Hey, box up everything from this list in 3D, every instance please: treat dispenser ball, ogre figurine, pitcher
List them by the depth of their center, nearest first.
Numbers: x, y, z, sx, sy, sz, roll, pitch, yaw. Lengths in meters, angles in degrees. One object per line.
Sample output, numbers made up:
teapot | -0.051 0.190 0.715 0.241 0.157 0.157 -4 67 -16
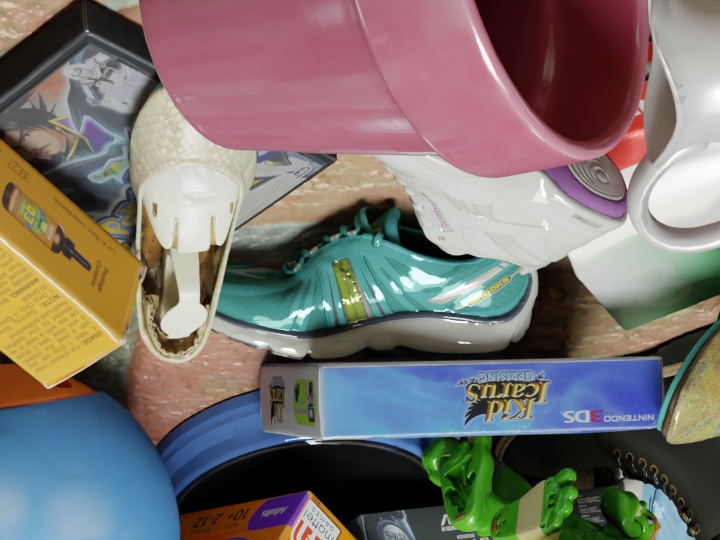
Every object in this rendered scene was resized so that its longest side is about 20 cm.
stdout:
pitcher | 0.236 -0.083 1.283 0.200 0.121 0.172 -1 129 -3
treat dispenser ball | -0.206 0.155 1.472 0.201 0.201 0.201 -6 147 -4
ogre figurine | 0.119 0.165 1.524 0.120 0.098 0.200 37 160 -30

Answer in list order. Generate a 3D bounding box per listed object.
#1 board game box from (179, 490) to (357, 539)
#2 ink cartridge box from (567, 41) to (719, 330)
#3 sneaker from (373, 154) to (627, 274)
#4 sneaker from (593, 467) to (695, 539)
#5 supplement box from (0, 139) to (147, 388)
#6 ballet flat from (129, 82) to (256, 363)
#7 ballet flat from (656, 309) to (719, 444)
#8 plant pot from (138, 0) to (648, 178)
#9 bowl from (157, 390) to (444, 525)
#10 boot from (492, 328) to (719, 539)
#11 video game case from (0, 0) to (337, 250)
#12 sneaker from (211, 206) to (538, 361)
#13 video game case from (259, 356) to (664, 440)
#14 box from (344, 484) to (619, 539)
board game box | -0.076 0.285 1.554 0.200 0.200 0.200 -16 123 47
ink cartridge box | 0.180 -0.052 1.394 0.161 0.050 0.200 -22 147 18
sneaker | 0.045 -0.049 1.324 0.200 0.075 0.100 27 134 -29
sneaker | 0.209 0.193 1.744 0.090 0.078 0.200 -9 147 -5
supplement box | -0.202 -0.029 1.262 0.069 0.067 0.200 -33 118 32
ballet flat | -0.088 -0.021 1.316 0.067 0.062 0.200 -4 146 -9
ballet flat | 0.224 0.052 1.446 0.071 0.200 0.071 7 111 18
plant pot | 0.008 -0.131 1.122 0.179 0.200 0.200 -10 150 30
bowl | -0.038 0.141 1.638 0.200 0.039 0.201 -6 147 -4
boot | 0.181 0.127 1.579 0.200 0.139 0.077 -26 144 27
video game case | -0.145 -0.050 1.337 0.200 0.026 0.181 -32 140 31
sneaker | 0.000 0.000 1.424 0.200 0.078 0.080 -3 118 -2
video game case | 0.055 0.074 1.476 0.200 0.046 0.181 -1 179 -12
box | 0.055 0.196 1.664 0.200 0.044 0.160 -4 159 -29
